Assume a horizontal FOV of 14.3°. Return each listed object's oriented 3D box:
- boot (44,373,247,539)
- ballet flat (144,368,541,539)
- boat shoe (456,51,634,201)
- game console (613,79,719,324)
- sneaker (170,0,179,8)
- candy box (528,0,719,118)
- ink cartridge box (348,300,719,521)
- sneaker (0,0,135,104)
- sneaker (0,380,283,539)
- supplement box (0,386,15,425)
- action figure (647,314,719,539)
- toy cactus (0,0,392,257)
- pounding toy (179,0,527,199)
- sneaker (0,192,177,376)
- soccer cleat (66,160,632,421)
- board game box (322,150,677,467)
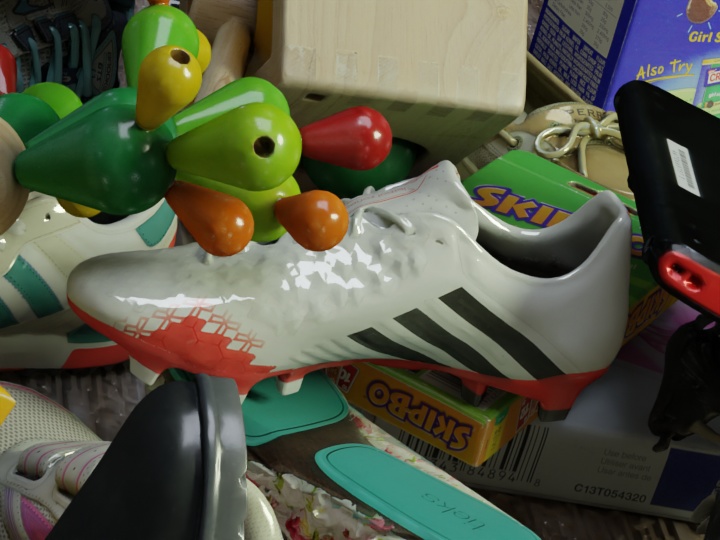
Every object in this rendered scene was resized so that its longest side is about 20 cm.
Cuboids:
[{"bbox_3d":[-0.141,0.094,0.785,0.199,0.165,0.066,9,18,-13],"label":"boot"},{"bbox_3d":[-0.016,0.079,0.983,0.075,0.064,0.200,-9,34,-42],"label":"ballet flat"},{"bbox_3d":[0.077,-0.067,1.279,0.073,0.063,0.201,3,23,-31],"label":"boat shoe"},{"bbox_3d":[0.172,0.006,1.036,0.176,0.031,0.200,26,18,-9],"label":"game console"},{"bbox_3d":[-0.033,-0.127,1.335,0.106,0.075,0.200,19,29,0],"label":"sneaker"},{"bbox_3d":[0.176,-0.141,1.342,0.169,0.201,0.077,-3,33,-33],"label":"candy box"},{"bbox_3d":[0.086,0.026,1.161,0.196,0.043,0.200,9,30,-13],"label":"ink cartridge box"},{"bbox_3d":[-0.144,-0.101,1.232,0.086,0.078,0.200,20,28,0],"label":"sneaker"},{"bbox_3d":[-0.071,0.086,0.914,0.081,0.088,0.200,-9,37,-39],"label":"sneaker"},{"bbox_3d":[-0.225,0.020,0.890,0.200,0.109,0.109,36,3,32],"label":"supplement box"},{"bbox_3d":[0.160,0.095,0.984,0.119,0.102,0.200,22,37,-27],"label":"action figure"},{"bbox_3d":[-0.094,-0.045,0.918,0.165,0.103,0.200,-14,23,-27],"label":"toy cactus"},{"bbox_3d":[-0.022,-0.106,1.146,0.142,0.201,0.184,6,-16,-18],"label":"pounding toy"},{"bbox_3d":[-0.146,-0.005,1.035,0.199,0.094,0.070,-11,38,-42],"label":"sneaker"},{"bbox_3d":[0.000,0.000,0.979,0.199,0.085,0.069,6,27,-17],"label":"soccer cleat"},{"bbox_3d":[0.053,0.008,1.103,0.095,0.030,0.200,26,34,21],"label":"board game box"}]
